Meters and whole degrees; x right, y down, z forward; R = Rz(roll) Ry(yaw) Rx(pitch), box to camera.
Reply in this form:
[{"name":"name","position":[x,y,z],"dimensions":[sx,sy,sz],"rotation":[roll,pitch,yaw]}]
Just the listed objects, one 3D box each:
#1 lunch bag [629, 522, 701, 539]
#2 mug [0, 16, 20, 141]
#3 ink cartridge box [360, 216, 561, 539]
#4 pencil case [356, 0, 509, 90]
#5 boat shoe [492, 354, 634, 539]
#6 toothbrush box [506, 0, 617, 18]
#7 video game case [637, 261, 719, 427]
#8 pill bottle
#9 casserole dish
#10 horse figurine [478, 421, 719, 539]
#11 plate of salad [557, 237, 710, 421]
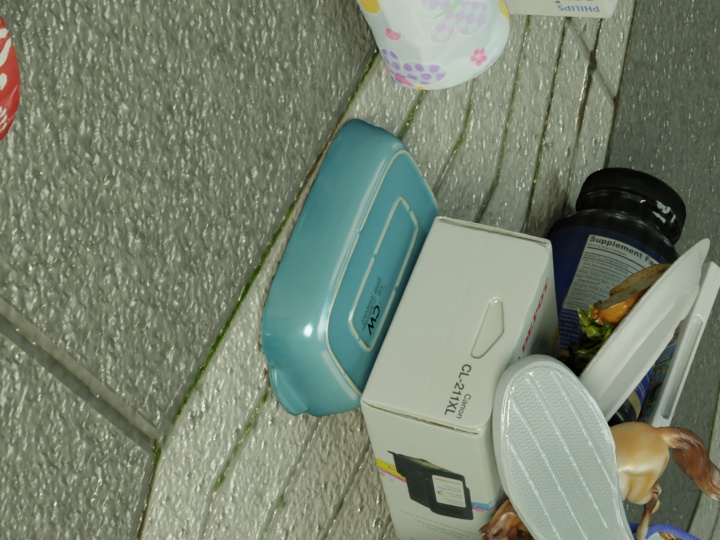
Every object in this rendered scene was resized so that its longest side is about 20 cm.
[{"name":"lunch bag","position":[0.186,0.277,1.385],"dimensions":[0.171,0.199,0.124],"rotation":[-63,145,-30]},{"name":"mug","position":[-0.235,-0.028,0.696],"dimensions":[0.133,0.177,0.200],"rotation":[45,43,-9]},{"name":"ink cartridge box","position":[0.072,0.082,1.219],"dimensions":[0.200,0.082,0.146],"rotation":[76,33,-56]},{"name":"pencil case","position":[0.027,-0.203,1.129],"dimensions":[0.091,0.083,0.201],"rotation":[-44,137,-18]},{"name":"boat shoe","position":[0.124,0.140,1.130],"dimensions":[0.072,0.062,0.201],"rotation":[-23,108,-8]},{"name":"toothbrush box","position":[0.136,-0.297,1.301],"dimensions":[0.200,0.086,0.146],"rotation":[59,46,-46]},{"name":"video game case","position":[0.205,0.093,1.459],"dimensions":[0.018,0.143,0.201],"rotation":[37,57,-17]},{"name":"pill bottle","position":[0.180,0.026,1.415],"dimensions":[0.112,0.111,0.201],"rotation":[59,46,-47]},{"name":"casserole dish","position":[0.000,0.000,1.167],"dimensions":[0.121,0.039,0.201],"rotation":[56,49,-49]},{"name":"horse figurine","position":[0.156,0.153,1.231],"dimensions":[0.199,0.050,0.133],"rotation":[-27,138,-17]},{"name":"plate of salad","position":[0.162,0.054,1.233],"dimensions":[0.200,0.048,0.200],"rotation":[-49,165,-17]}]
